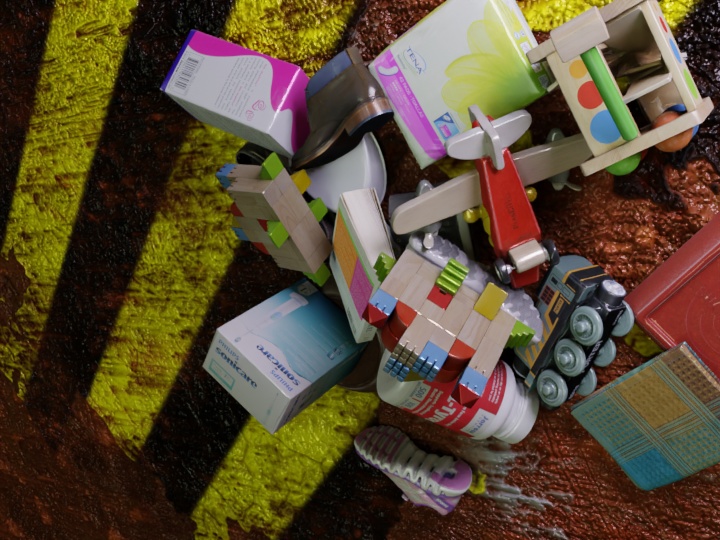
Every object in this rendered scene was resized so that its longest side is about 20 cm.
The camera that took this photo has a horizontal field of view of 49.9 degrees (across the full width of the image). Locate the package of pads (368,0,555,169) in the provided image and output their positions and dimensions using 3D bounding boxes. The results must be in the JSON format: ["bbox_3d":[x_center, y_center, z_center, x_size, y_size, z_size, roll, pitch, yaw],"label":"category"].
[{"bbox_3d":[0.118,-0.238,0.934,0.199,0.068,0.156,-27,94,40],"label":"package of pads"}]

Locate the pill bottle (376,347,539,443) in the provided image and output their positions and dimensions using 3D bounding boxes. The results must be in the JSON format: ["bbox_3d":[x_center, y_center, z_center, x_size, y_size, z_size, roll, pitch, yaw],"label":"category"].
[{"bbox_3d":[0.130,0.153,1.021,0.198,0.113,0.113,25,129,-15],"label":"pill bottle"}]

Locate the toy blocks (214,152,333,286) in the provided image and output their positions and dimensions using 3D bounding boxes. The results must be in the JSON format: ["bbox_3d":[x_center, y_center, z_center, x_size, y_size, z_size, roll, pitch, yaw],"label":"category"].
[{"bbox_3d":[-0.131,-0.074,1.086,0.136,0.100,0.201,10,143,41],"label":"toy blocks"}]

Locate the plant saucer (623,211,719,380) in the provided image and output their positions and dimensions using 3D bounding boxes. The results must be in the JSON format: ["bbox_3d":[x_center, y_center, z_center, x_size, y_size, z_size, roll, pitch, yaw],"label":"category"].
[{"bbox_3d":[0.421,0.056,0.861,0.200,0.037,0.200,46,130,11],"label":"plant saucer"}]

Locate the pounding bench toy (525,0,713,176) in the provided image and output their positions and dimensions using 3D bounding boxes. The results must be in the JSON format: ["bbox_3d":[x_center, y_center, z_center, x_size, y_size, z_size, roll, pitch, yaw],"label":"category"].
[{"bbox_3d":[0.256,-0.177,0.767,0.123,0.200,0.157,-24,94,33],"label":"pounding bench toy"}]

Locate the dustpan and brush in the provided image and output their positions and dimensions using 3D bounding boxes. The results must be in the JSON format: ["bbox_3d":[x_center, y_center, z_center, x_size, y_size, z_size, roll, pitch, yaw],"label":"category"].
[{"bbox_3d":[-0.002,-0.104,1.096,0.139,0.057,0.202,-31,83,33],"label":"dustpan and brush"}]

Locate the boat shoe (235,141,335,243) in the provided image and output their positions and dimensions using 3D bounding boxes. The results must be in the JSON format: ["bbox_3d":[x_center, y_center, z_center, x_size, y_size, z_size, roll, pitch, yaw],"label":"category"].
[{"bbox_3d":[-0.118,-0.109,1.157,0.200,0.073,0.075,48,129,10],"label":"boat shoe"}]

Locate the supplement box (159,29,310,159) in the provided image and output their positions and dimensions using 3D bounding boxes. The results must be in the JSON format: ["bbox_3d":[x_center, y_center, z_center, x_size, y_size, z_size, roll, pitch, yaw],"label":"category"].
[{"bbox_3d":[-0.163,-0.247,1.090,0.199,0.103,0.102,26,85,26],"label":"supplement box"}]

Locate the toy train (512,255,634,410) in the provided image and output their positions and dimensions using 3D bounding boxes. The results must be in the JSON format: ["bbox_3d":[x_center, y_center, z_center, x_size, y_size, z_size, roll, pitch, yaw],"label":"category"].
[{"bbox_3d":[0.255,0.078,0.961,0.114,0.084,0.202,51,138,37],"label":"toy train"}]

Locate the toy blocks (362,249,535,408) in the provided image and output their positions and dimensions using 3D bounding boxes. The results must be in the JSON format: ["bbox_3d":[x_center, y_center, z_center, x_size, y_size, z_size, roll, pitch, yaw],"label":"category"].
[{"bbox_3d":[0.078,0.071,0.858,0.199,0.137,0.100,33,137,6],"label":"toy blocks"}]

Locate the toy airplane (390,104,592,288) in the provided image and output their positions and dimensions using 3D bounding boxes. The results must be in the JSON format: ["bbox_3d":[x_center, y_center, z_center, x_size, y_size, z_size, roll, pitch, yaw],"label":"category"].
[{"bbox_3d":[0.156,-0.098,0.900,0.198,0.141,0.201,21,106,-13],"label":"toy airplane"}]

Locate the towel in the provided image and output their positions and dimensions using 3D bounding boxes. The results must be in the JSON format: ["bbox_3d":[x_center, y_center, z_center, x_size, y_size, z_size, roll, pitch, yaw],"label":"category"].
[{"bbox_3d":[0.368,0.183,0.940,0.147,0.022,0.200,48,139,7],"label":"towel"}]

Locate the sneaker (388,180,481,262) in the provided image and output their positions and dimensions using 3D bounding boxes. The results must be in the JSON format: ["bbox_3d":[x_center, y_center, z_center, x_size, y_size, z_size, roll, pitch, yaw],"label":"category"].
[{"bbox_3d":[0.102,-0.013,1.022,0.105,0.075,0.203,-8,97,16],"label":"sneaker"}]

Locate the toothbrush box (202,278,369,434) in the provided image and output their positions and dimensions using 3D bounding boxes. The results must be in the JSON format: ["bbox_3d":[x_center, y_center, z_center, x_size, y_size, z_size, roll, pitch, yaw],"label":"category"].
[{"bbox_3d":[-0.103,0.117,1.119,0.146,0.200,0.086,39,127,15],"label":"toothbrush box"}]

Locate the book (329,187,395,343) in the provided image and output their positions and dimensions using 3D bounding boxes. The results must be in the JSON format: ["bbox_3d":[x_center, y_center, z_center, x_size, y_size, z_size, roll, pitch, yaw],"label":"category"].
[{"bbox_3d":[0.000,0.000,1.053,0.200,0.047,0.135,109,146,-62],"label":"book"}]

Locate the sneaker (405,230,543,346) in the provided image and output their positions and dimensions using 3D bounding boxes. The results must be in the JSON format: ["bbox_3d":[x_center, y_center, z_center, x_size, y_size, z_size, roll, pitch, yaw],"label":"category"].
[{"bbox_3d":[0.133,0.034,0.955,0.199,0.075,0.082,36,122,10],"label":"sneaker"}]

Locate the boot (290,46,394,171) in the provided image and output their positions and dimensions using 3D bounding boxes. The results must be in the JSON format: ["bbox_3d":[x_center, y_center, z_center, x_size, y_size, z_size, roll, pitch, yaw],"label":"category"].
[{"bbox_3d":[-0.040,-0.204,1.013,0.199,0.074,0.098,-26,84,46],"label":"boot"}]

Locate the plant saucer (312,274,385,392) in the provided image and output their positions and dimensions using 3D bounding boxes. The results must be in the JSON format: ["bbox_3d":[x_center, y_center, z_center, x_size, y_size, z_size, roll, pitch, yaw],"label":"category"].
[{"bbox_3d":[-0.023,0.106,1.208,0.198,0.034,0.203,16,119,31],"label":"plant saucer"}]

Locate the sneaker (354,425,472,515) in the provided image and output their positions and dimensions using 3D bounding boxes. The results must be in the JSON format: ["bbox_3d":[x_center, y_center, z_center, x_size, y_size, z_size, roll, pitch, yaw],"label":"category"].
[{"bbox_3d":[0.075,0.315,1.202,0.198,0.080,0.089,22,128,26],"label":"sneaker"}]
